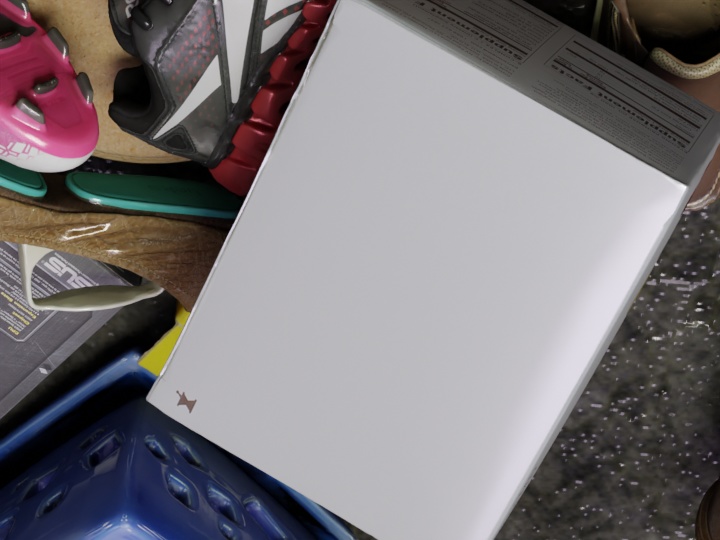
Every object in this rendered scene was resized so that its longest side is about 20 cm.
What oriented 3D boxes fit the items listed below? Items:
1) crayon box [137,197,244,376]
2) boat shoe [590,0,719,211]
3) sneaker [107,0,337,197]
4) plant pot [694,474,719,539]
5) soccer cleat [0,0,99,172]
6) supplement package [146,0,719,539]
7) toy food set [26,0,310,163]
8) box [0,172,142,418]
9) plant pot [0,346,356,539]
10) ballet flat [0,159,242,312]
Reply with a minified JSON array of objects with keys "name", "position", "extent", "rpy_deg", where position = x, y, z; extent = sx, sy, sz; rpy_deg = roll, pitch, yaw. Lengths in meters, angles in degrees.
[{"name":"crayon box","position":[0.000,0.000,1.199],"extent":[0.127,0.051,0.200],"rpy_deg":[35,116,-22]},{"name":"boat shoe","position":[0.139,-0.104,1.117],"extent":[0.075,0.075,0.203],"rpy_deg":[-9,124,4]},{"name":"sneaker","position":[-0.051,-0.122,1.041],"extent":[0.098,0.071,0.201],"rpy_deg":[16,126,-13]},{"name":"plant pot","position":[0.271,0.054,1.170],"extent":[0.200,0.200,0.199],"rpy_deg":[4,116,-4]},{"name":"soccer cleat","position":[-0.200,-0.097,1.069],"extent":[0.200,0.070,0.086],"rpy_deg":[40,124,6]},{"name":"supplement package","position":[0.033,-0.004,1.026],"extent":[0.156,0.111,0.200],"rpy_deg":[30,114,7]},{"name":"toy food set","position":[-0.094,-0.137,1.105],"extent":[0.200,0.049,0.198],"rpy_deg":[-29,120,18]},{"name":"box","position":[-0.228,-0.011,1.187],"extent":[0.200,0.048,0.158],"rpy_deg":[38,116,-23]},{"name":"plant pot","position":[-0.115,0.169,1.234],"extent":[0.200,0.180,0.200],"rpy_deg":[-36,118,20]},{"name":"ballet flat","position":[-0.149,-0.019,1.124],"extent":[0.200,0.068,0.072],"rpy_deg":[13,107,-27]}]
